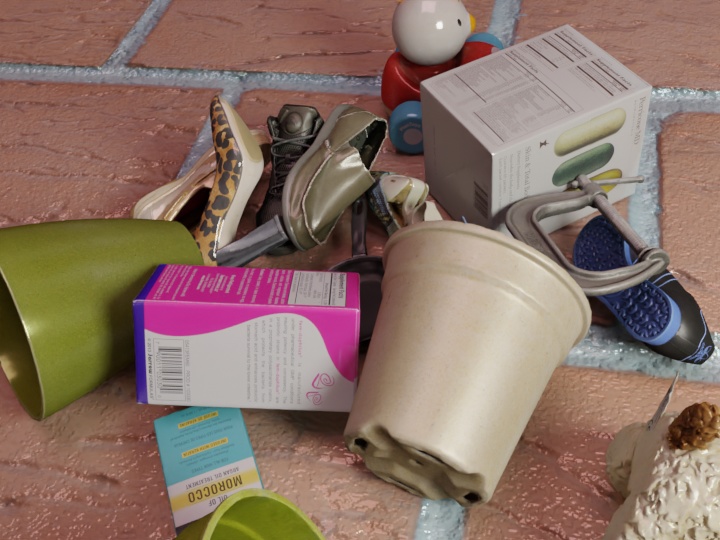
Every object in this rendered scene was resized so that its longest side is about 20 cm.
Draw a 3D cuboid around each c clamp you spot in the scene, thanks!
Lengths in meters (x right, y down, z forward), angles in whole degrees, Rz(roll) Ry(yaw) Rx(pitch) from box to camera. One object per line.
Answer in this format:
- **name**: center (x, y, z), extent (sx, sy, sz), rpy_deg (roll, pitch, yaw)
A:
- **c clamp**: center (0.232, -0.042, 0.860), extent (0.168, 0.027, 0.201), rpy_deg (-6, 35, -4)

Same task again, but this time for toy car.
- **toy car**: center (0.107, -0.281, 1.095), extent (0.174, 0.201, 0.186), rpy_deg (-1, 46, 8)

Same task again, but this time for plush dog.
- **plush dog**: center (0.282, 0.185, 0.653), extent (0.170, 0.161, 0.201), rpy_deg (28, 37, 3)

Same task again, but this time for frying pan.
- **frying pan**: center (-0.015, 0.008, 0.944), extent (0.114, 0.031, 0.191), rpy_deg (-26, 45, -1)

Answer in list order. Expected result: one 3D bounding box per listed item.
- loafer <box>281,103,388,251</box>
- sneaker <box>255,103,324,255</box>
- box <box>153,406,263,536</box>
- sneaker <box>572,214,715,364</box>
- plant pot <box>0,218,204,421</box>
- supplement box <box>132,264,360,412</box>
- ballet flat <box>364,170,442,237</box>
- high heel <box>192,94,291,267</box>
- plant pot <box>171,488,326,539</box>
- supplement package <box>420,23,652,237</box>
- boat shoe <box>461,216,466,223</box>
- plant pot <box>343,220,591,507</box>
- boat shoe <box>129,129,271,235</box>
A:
- **loafer**: center (-0.025, -0.109, 0.981), extent (0.069, 0.075, 0.202), rpy_deg (3, 57, 32)
- **sneaker**: center (-0.083, -0.116, 1.027), extent (0.075, 0.115, 0.201), rpy_deg (5, 50, 14)
- **box**: center (-0.121, 0.207, 0.764), extent (0.081, 0.050, 0.201), rpy_deg (-18, 46, -9)
- **sneaker**: center (0.277, 0.020, 0.875), extent (0.070, 0.077, 0.201), rpy_deg (-49, 28, 22)
- **plant pot**: center (-0.262, 0.025, 0.891), extent (0.198, 0.189, 0.187), rpy_deg (-21, 45, -32)
- **supplement box**: center (-0.099, 0.061, 0.817), extent (0.197, 0.103, 0.104), rpy_deg (3, 19, 0)
- **ballet flat**: center (0.059, -0.061, 0.978), extent (0.073, 0.075, 0.201), rpy_deg (-17, 50, -9)
- **high heel**: center (-0.172, -0.088, 0.989), extent (0.141, 0.071, 0.202), rpy_deg (-28, 72, 14)
- **plant pot**: center (-0.121, 0.277, 0.591), extent (0.191, 0.201, 0.202), rpy_deg (-27, 42, 18)
- **supplement package**: center (0.190, -0.146, 0.985), extent (0.198, 0.153, 0.151), rpy_deg (-24, 48, -15)
- **boat shoe**: center (0.131, -0.006, 0.871), extent (0.197, 0.085, 0.069), rpy_deg (9, 2, -2)
- **plant pot**: center (0.077, 0.092, 0.766), extent (0.198, 0.201, 0.185), rpy_deg (15, 61, 22)
- **boat shoe**: center (-0.174, -0.090, 1.048), extent (0.199, 0.074, 0.069), rpy_deg (-39, 56, -15)
